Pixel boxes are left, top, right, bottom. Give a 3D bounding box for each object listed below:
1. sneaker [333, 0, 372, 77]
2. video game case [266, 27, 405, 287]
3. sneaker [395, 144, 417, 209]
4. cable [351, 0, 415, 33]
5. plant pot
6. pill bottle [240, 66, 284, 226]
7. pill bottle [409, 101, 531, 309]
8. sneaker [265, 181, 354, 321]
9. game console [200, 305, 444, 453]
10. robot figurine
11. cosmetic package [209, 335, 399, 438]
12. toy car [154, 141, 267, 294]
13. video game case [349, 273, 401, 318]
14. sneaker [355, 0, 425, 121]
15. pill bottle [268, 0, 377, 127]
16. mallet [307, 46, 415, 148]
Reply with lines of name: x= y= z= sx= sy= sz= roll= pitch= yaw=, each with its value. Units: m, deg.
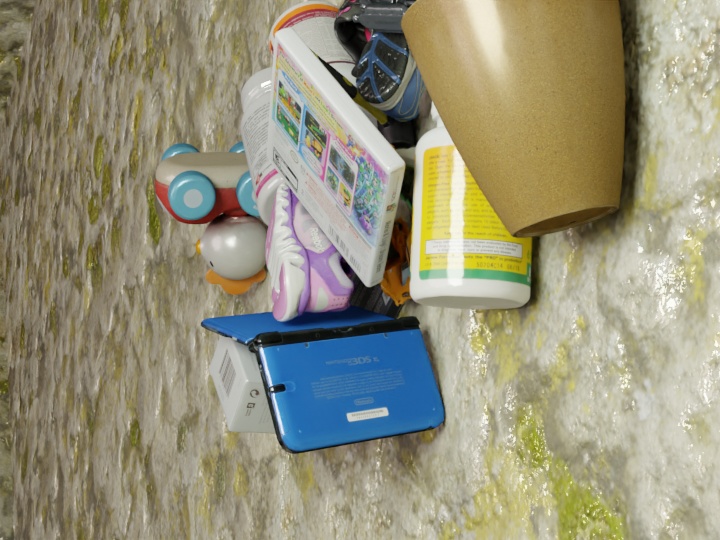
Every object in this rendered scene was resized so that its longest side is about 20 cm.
sneaker: x=0.010 y=-0.297 z=1.525 sx=0.077 sy=0.083 sz=0.201 roll=-51 pitch=41 yaw=48
video game case: x=-0.030 y=-0.109 z=1.313 sx=0.200 sy=0.024 sz=0.183 roll=52 pitch=153 yaw=27
sneaker: x=0.061 y=-0.085 z=1.394 sx=0.200 sy=0.076 sz=0.089 roll=-178 pitch=82 yaw=-68
cable: x=0.084 y=-0.313 z=1.369 sx=0.199 sy=0.051 sz=0.164 roll=8 pitch=68 yaw=41
plant pot: x=0.145 y=-0.136 z=1.118 sx=0.186 sy=0.185 sz=0.202 roll=-29 pitch=72 yaw=60
pill bottle: x=-0.088 y=-0.154 z=1.671 sx=0.114 sy=0.113 sz=0.201 roll=-60 pitch=35 yaw=42
pill bottle: x=0.104 y=-0.069 z=1.240 sx=0.113 sy=0.112 sz=0.202 roll=166 pitch=108 yaw=-64
sneaker: x=-0.051 y=-0.018 z=1.404 sx=0.201 sy=0.088 sz=0.081 roll=-102 pitch=19 yaw=-52
game console: x=-0.039 y=0.104 z=1.366 sx=0.118 sy=0.199 sz=0.172 roll=-35 pitch=66 yaw=51
robot figurine: x=0.009 y=-0.068 z=1.389 sx=0.145 sy=0.058 sz=0.201 roll=38 pitch=150 yaw=45
cosmetic package: x=-0.050 y=0.118 z=1.425 sx=0.102 sy=0.199 sz=0.072 roll=-116 pitch=40 yaw=-50
toy car: x=-0.189 y=-0.057 z=1.824 sx=0.184 sy=0.175 sz=0.202 roll=-123 pitch=32 yaw=-68
video game case: x=0.000 y=0.000 z=1.560 sx=0.201 sy=0.019 sz=0.143 roll=-109 pitch=35 yaw=-44
sneaker: x=0.050 y=-0.253 z=1.439 sx=0.075 sy=0.077 sz=0.201 roll=6 pitch=68 yaw=34
pill bottle: x=-0.039 y=-0.221 z=1.585 sx=0.201 sy=0.109 sz=0.110 roll=-109 pitch=35 yaw=-42
mallet: x=-0.005 y=-0.194 z=1.430 sx=0.041 sy=0.200 sz=0.066 roll=-23 pitch=49 yaw=27
